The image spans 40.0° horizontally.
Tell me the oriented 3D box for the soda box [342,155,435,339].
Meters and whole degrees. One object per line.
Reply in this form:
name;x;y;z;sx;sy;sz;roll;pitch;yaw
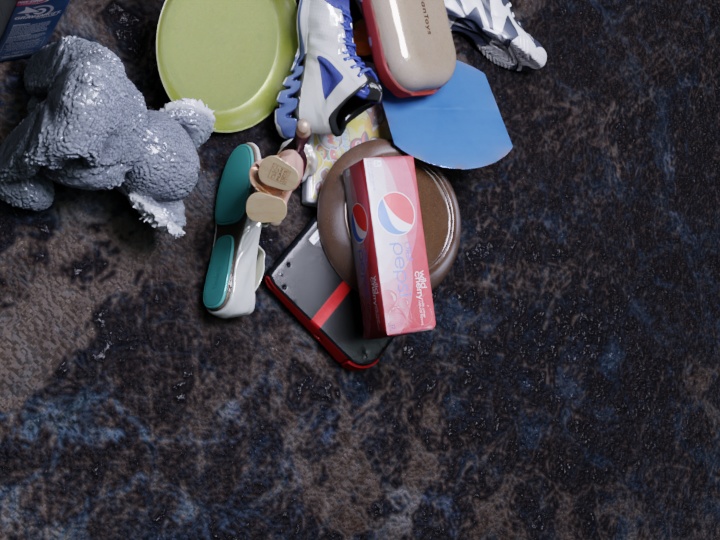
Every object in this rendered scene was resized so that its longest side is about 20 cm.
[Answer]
soda box;0.033;-0.026;1.138;0.069;0.063;0.204;-6;85;-26

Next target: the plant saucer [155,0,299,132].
plant saucer;-0.154;-0.262;1.137;0.198;0.031;0.204;-17;117;-36

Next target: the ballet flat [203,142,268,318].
ballet flat;-0.134;-0.042;1.132;0.068;0.069;0.204;15;76;-26

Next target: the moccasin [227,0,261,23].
moccasin;-0.150;-0.390;1.183;0.077;0.073;0.205;-7;84;-33

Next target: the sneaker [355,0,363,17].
sneaker;0.035;-0.406;1.289;0.072;0.084;0.204;-4;83;-32

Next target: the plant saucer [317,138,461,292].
plant saucer;0.044;-0.063;1.201;0.197;0.032;0.204;4;81;-26

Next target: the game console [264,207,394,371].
game console;0.000;0.000;1.205;0.177;0.031;0.201;45;67;-13

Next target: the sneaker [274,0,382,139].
sneaker;-0.022;-0.245;1.172;0.080;0.113;0.203;13;90;-69

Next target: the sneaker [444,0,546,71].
sneaker;0.189;-0.373;1.373;0.197;0.079;0.132;24;77;-13

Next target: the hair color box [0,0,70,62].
hair color box;-0.338;-0.291;0.979;0.060;0.199;0.102;-17;88;-31

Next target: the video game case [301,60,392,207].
video game case;0.012;-0.168;1.260;0.179;0.023;0.204;8;76;-28

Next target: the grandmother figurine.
grandmother figurine;-0.083;-0.113;1.107;0.060;0.200;0.122;30;103;-5

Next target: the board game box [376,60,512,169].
board game box;0.100;-0.192;1.261;0.155;0.039;0.202;-3;54;-16

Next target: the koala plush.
koala plush;-0.248;-0.130;1.028;0.198;0.182;0.180;27;67;-35

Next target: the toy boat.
toy boat;0.031;-0.309;1.233;0.130;0.129;0.204;-14;92;-49
